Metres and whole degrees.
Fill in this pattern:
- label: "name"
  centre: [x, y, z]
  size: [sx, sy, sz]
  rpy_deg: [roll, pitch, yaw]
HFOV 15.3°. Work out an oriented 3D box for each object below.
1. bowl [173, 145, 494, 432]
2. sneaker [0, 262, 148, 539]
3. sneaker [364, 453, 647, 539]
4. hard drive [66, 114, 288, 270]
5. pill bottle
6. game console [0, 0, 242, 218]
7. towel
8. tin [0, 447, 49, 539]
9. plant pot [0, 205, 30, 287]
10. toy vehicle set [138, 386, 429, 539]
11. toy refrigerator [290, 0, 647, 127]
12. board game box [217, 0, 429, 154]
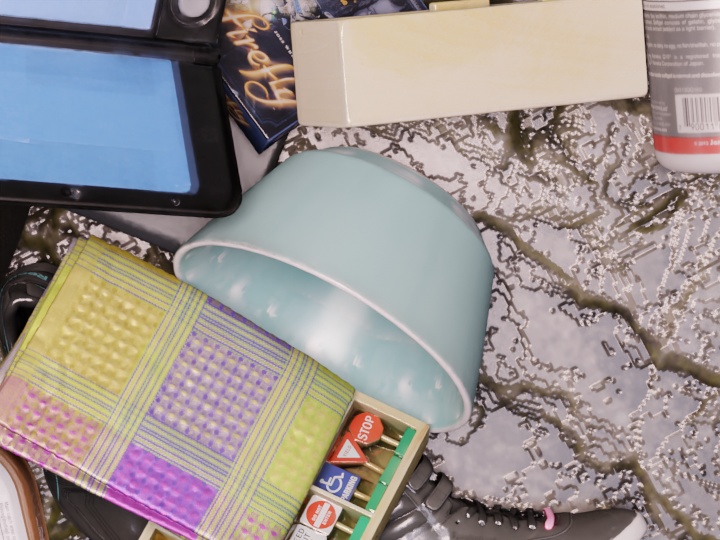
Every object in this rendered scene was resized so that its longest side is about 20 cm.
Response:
- label: "bowl"
  centre: [0.000, 0.000, 1.601]
  size: [0.201, 0.201, 0.105]
  rpy_deg: [31, 71, -2]
- label: "sneaker"
  centre: [-0.174, 0.093, 1.643]
  size: [0.075, 0.079, 0.200]
  rpy_deg: [-27, 93, 0]
- label: "sneaker"
  centre: [0.071, 0.154, 1.651]
  size: [0.200, 0.071, 0.099]
  rpy_deg: [-16, 96, 4]
- label: "hard drive"
  centre: [-0.146, -0.098, 1.661]
  size: [0.200, 0.033, 0.140]
  rpy_deg: [22, 91, -1]
- label: "pill bottle"
  centre: [0.227, -0.164, 1.614]
  size: [0.116, 0.116, 0.200]
  rpy_deg: [-5, 99, -1]
- label: "game console"
  centre: [-0.156, -0.136, 1.480]
  size: [0.200, 0.116, 0.176]
  rpy_deg: [4, 114, -24]
- label: "towel"
  centre: [-0.116, 0.078, 1.587]
  size: [0.200, 0.023, 0.144]
  rpy_deg: [28, 67, -2]
- label: "tin"
  centre: [-0.245, 0.193, 1.665]
  size: [0.112, 0.042, 0.200]
  rpy_deg: [-13, 91, -5]
- label: "plant pot"
  centre: [-0.293, -0.050, 1.567]
  size: [0.199, 0.200, 0.177]
  rpy_deg: [35, 91, 4]
- label: "toy vehicle set"
  centre: [-0.056, 0.153, 1.598]
  size: [0.124, 0.027, 0.200]
  rpy_deg: [23, 66, 11]
- label: "toy refrigerator"
  centre: [0.065, -0.129, 1.606]
  size: [0.200, 0.076, 0.070]
  rpy_deg: [-7, 96, -23]
- label: "board game box"
  centre: [-0.065, -0.191, 1.636]
  size: [0.135, 0.035, 0.200]
  rpy_deg: [-36, 89, -18]
